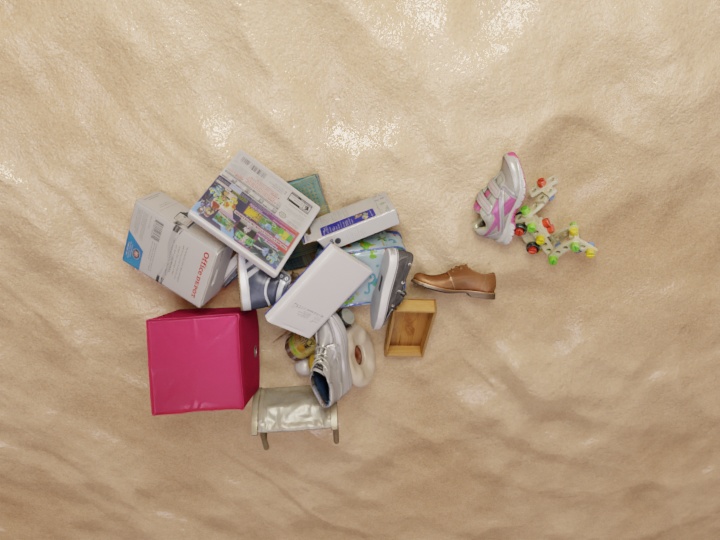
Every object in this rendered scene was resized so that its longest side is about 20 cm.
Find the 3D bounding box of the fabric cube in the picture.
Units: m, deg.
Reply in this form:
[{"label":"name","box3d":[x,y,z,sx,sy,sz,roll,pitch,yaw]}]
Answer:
[{"label":"fabric cube","box3d":[-0.331,0.186,1.229,0.195,0.199,0.201,-2,90,-2]}]

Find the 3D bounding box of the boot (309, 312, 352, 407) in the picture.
[{"label":"boot","box3d":[-0.071,0.188,1.215,0.072,0.095,0.204,-8,102,29]}]

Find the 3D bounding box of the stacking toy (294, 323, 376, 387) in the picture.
[{"label":"stacking toy","box3d":[-0.073,0.217,1.365,0.197,0.147,0.147,-15,123,29]}]

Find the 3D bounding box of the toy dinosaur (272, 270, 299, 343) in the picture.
[{"label":"toy dinosaur","box3d":[-0.138,0.089,1.314,0.104,0.060,0.204,18,119,15]}]

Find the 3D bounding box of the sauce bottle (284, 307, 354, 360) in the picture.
[{"label":"sauce bottle","box3d":[-0.094,0.143,1.306,0.064,0.065,0.199,38,127,-23]}]

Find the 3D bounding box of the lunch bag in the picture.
[{"label":"lunch bag","box3d":[0.000,0.000,1.228,0.195,0.083,0.163,-7,127,-7]}]

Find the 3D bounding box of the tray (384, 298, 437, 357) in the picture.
[{"label":"tray","box3d":[0.112,0.136,1.318,0.096,0.038,0.202,1,143,-4]}]

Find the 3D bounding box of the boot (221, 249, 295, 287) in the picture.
[{"label":"boot","box3d":[-0.229,-0.008,1.215,0.090,0.073,0.200,43,119,-8]}]

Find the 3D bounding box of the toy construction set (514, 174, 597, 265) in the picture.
[{"label":"toy construction set","box3d":[0.400,-0.096,1.195,0.129,0.093,0.202,-18,116,38]}]

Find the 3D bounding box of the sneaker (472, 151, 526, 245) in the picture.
[{"label":"sneaker","box3d":[0.281,-0.144,1.167,0.086,0.082,0.204,1,121,-5]}]

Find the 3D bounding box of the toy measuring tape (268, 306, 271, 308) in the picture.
[{"label":"toy measuring tape","box3d":[-0.175,0.059,1.254,0.198,0.073,0.075,30,120,13]}]

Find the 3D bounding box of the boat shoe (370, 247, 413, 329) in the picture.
[{"label":"boat shoe","box3d":[0.067,0.042,1.188,0.065,0.070,0.204,3,121,-14]}]

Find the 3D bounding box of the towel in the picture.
[{"label":"towel","box3d":[-0.130,-0.099,1.211,0.143,0.022,0.203,-14,123,7]}]

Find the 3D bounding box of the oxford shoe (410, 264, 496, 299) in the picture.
[{"label":"oxford shoe","box3d":[0.211,0.019,1.283,0.195,0.071,0.073,6,94,-6]}]

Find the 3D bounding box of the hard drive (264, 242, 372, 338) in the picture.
[{"label":"hard drive","box3d":[-0.083,0.045,1.143,0.200,0.026,0.131,-46,138,13]}]

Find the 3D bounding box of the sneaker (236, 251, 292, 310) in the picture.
[{"label":"sneaker","box3d":[-0.193,-0.024,1.136,0.106,0.070,0.205,-3,98,-8]}]

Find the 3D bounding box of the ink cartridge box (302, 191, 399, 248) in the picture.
[{"label":"ink cartridge box","box3d":[-0.025,-0.095,1.155,0.196,0.100,0.040,-20,121,-1]}]

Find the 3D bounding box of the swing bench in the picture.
[{"label":"swing bench","box3d":[-0.150,0.343,1.368,0.194,0.132,0.201,-3,153,-2]}]

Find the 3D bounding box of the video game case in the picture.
[{"label":"video game case","box3d":[-0.200,-0.113,1.095,0.198,0.184,0.023,36,149,-8]}]

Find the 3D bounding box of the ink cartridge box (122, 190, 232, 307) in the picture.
[{"label":"ink cartridge box","box3d":[-0.370,-0.044,1.158,0.197,0.086,0.148,30,118,5]}]
